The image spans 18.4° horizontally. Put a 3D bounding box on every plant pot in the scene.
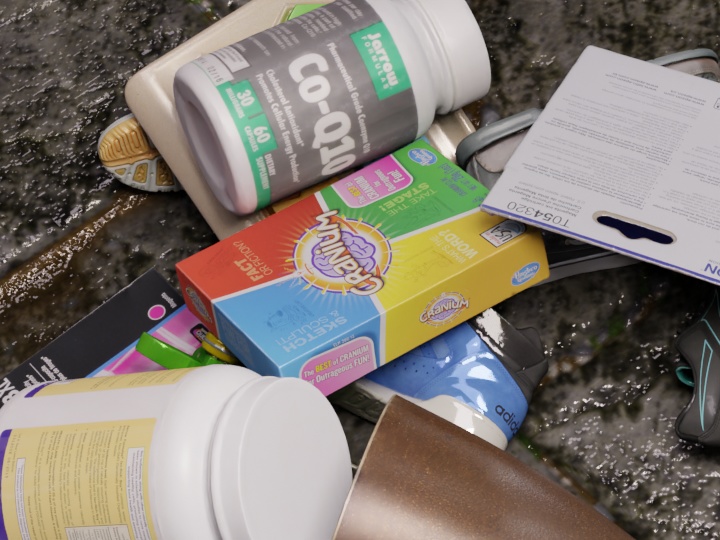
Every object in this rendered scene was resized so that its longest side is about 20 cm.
[{"bbox_3d":[0.083,0.195,1.330,0.200,0.187,0.187,19,59,6],"label":"plant pot"}]

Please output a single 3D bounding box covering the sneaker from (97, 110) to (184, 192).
[{"bbox_3d":[-0.107,-0.125,1.665,0.200,0.076,0.088,-21,41,-12],"label":"sneaker"}]

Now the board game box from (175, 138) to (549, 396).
[{"bbox_3d":[0.000,0.000,1.463,0.200,0.040,0.153,-28,38,-18],"label":"board game box"}]

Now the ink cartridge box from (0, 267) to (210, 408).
[{"bbox_3d":[-0.192,0.089,1.541,0.200,0.037,0.095,-39,56,-14],"label":"ink cartridge box"}]

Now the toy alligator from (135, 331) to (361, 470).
[{"bbox_3d":[-0.060,0.095,1.494,0.200,0.054,0.059,28,93,4],"label":"toy alligator"}]

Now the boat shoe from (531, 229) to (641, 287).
[{"bbox_3d":[0.158,-0.045,1.541,0.200,0.068,0.072,-15,52,1],"label":"boat shoe"}]

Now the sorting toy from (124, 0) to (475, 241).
[{"bbox_3d":[-0.041,-0.111,1.599,0.200,0.036,0.185,-34,87,-11],"label":"sorting toy"}]

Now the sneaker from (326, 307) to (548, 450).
[{"bbox_3d":[0.031,0.044,1.495,0.200,0.077,0.111,25,69,22],"label":"sneaker"}]

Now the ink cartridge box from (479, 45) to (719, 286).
[{"bbox_3d":[0.202,-0.057,1.456,0.196,0.043,0.200,19,46,18],"label":"ink cartridge box"}]

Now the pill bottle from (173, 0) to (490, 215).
[{"bbox_3d":[-0.019,-0.125,1.532,0.200,0.113,0.113,-25,53,-15],"label":"pill bottle"}]

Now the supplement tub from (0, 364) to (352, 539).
[{"bbox_3d":[-0.121,0.134,1.365,0.200,0.145,0.146,-6,50,32],"label":"supplement tub"}]

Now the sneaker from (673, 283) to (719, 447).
[{"bbox_3d":[0.244,0.033,1.462,0.079,0.075,0.200,-11,45,19],"label":"sneaker"}]

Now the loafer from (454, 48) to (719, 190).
[{"bbox_3d":[0.170,-0.094,1.586,0.200,0.072,0.063,-21,71,4],"label":"loafer"}]
